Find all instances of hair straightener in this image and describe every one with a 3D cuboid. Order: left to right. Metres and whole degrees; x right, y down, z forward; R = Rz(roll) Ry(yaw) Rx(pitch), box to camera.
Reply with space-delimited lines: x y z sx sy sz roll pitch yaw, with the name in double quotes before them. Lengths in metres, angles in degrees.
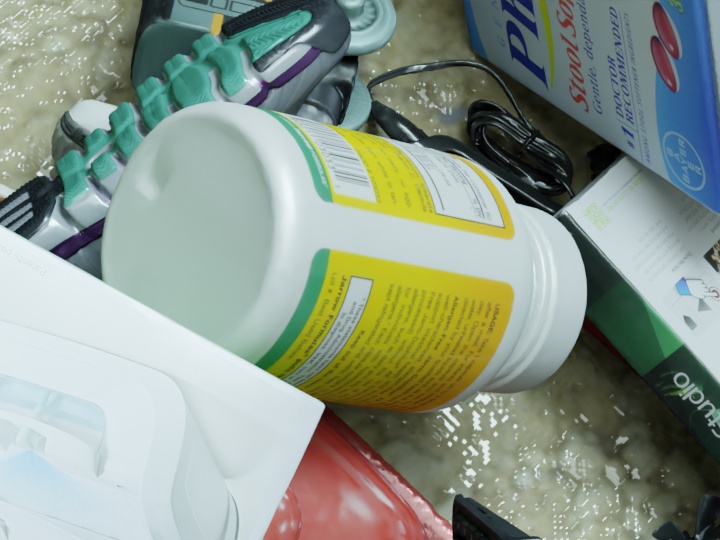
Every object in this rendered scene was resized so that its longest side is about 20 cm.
"hair straightener" 0.087 -0.034 1.367 0.200 0.041 0.077 38 62 6

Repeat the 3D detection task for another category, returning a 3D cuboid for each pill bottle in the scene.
"pill bottle" 0.000 0.000 1.194 0.200 0.113 0.113 10 66 -46

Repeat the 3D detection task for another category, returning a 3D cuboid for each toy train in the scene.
"toy train" -0.038 -0.144 1.330 0.114 0.085 0.200 13 52 -5

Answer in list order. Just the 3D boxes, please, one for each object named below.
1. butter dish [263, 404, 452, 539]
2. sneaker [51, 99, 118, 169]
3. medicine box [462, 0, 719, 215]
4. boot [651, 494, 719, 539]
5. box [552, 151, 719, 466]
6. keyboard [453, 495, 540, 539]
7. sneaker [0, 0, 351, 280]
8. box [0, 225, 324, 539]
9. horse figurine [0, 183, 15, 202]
"butter dish" -0.059 0.120 1.216 0.199 0.148 0.200 43 68 3
"sneaker" -0.047 -0.027 1.320 0.200 0.075 0.087 28 56 -10
"medicine box" 0.130 -0.155 1.292 0.103 0.182 0.200 -30 40 -21
"boot" 0.151 0.213 1.280 0.162 0.073 0.198 -24 80 -25
"box" 0.182 0.024 1.329 0.200 0.036 0.144 48 42 2
"keyboard" 0.064 0.203 1.185 0.021 0.127 0.200 -9 104 -22
"sneaker" -0.072 -0.034 1.239 0.200 0.074 0.088 -36 114 9
"box" -0.146 0.087 1.070 0.200 0.097 0.177 30 66 -9
"horse figurine" -0.212 0.044 1.259 0.132 0.050 0.200 17 67 -3
